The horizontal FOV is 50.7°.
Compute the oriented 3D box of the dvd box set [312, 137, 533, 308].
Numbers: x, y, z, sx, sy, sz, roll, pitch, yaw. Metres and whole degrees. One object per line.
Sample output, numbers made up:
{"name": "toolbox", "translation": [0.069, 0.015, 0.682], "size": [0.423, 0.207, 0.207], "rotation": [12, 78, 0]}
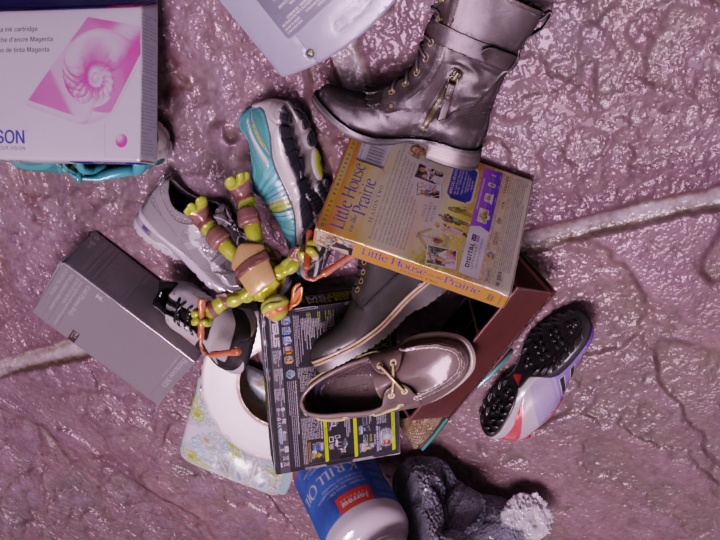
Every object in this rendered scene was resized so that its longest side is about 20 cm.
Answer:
{"name": "dvd box set", "translation": [0.066, -0.059, 0.755], "size": [0.195, 0.149, 0.030], "rotation": [18, 147, 1]}

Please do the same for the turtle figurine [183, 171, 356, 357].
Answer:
{"name": "turtle figurine", "translation": [-0.104, -0.015, 0.784], "size": [0.198, 0.064, 0.164], "rotation": [-32, 78, 15]}

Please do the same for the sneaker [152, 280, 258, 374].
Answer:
{"name": "sneaker", "translation": [-0.180, 0.061, 0.864], "size": [0.079, 0.199, 0.075], "rotation": [19, 91, -34]}

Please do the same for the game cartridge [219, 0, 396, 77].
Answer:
{"name": "game cartridge", "translation": [-0.033, -0.280, 0.707], "size": [0.198, 0.042, 0.133], "rotation": [-32, 114, 29]}

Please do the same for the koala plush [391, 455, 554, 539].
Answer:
{"name": "koala plush", "translation": [0.144, 0.341, 1.000], "size": [0.195, 0.187, 0.179], "rotation": [10, 136, -18]}

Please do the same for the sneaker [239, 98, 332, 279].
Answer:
{"name": "sneaker", "translation": [-0.078, -0.088, 0.829], "size": [0.078, 0.077, 0.204], "rotation": [4, 119, 33]}

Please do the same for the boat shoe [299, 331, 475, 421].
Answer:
{"name": "boat shoe", "translation": [0.025, 0.116, 0.795], "size": [0.196, 0.059, 0.074], "rotation": [-18, 87, 28]}

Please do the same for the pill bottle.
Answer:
{"name": "pill bottle", "translation": [-0.005, 0.306, 0.956], "size": [0.110, 0.200, 0.115], "rotation": [-14, 126, -20]}

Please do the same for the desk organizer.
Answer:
{"name": "desk organizer", "translation": [0.113, 0.071, 0.829], "size": [0.076, 0.072, 0.202], "rotation": [7, 126, -47]}

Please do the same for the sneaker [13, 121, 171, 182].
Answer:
{"name": "sneaker", "translation": [-0.307, -0.136, 0.830], "size": [0.195, 0.080, 0.079], "rotation": [1, 122, 14]}

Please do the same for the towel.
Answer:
{"name": "towel", "translation": [-0.155, 0.216, 1.042], "size": [0.168, 0.048, 0.203], "rotation": [22, 124, -1]}

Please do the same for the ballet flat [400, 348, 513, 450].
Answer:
{"name": "ballet flat", "translation": [0.104, 0.140, 0.921], "size": [0.065, 0.070, 0.201], "rotation": [42, 120, 11]}

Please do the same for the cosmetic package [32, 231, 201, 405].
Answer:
{"name": "cosmetic package", "translation": [-0.293, 0.062, 0.957], "size": [0.199, 0.091, 0.107], "rotation": [39, 121, -8]}

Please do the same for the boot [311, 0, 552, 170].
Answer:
{"name": "boot", "translation": [0.063, -0.202, 0.721], "size": [0.195, 0.070, 0.177], "rotation": [16, 120, -3]}

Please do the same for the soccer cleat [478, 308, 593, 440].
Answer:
{"name": "soccer cleat", "translation": [0.217, 0.125, 0.890], "size": [0.072, 0.069, 0.202], "rotation": [15, 124, -25]}

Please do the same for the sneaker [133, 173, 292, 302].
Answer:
{"name": "sneaker", "translation": [-0.163, -0.034, 0.869], "size": [0.197, 0.075, 0.083], "rotation": [29, 122, -7]}

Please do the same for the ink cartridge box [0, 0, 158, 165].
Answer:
{"name": "ink cartridge box", "translation": [-0.297, -0.210, 0.758], "size": [0.191, 0.043, 0.206], "rotation": [2, 94, 13]}

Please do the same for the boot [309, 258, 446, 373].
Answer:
{"name": "boot", "translation": [0.000, 0.000, 0.816], "size": [0.198, 0.077, 0.140], "rotation": [-37, 96, -8]}

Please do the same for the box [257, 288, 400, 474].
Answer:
{"name": "box", "translation": [-0.034, 0.128, 0.891], "size": [0.156, 0.044, 0.205], "rotation": [-7, 107, -13]}

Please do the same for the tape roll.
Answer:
{"name": "tape roll", "translation": [-0.101, 0.138, 0.948], "size": [0.197, 0.037, 0.208], "rotation": [1, 105, 2]}
